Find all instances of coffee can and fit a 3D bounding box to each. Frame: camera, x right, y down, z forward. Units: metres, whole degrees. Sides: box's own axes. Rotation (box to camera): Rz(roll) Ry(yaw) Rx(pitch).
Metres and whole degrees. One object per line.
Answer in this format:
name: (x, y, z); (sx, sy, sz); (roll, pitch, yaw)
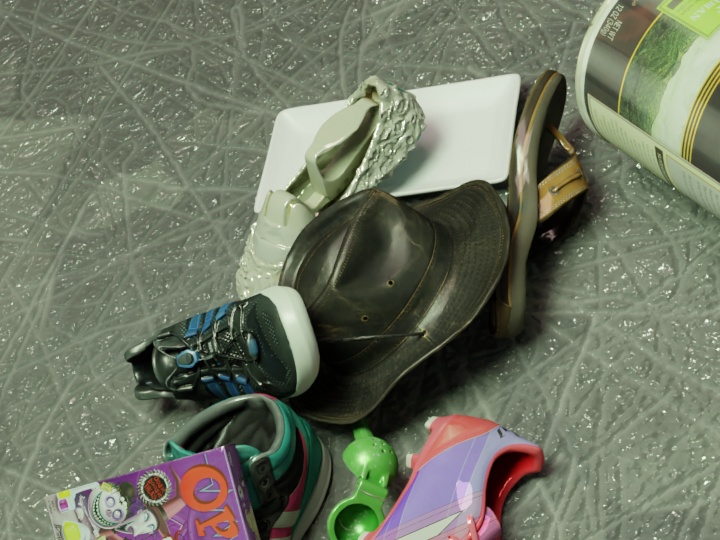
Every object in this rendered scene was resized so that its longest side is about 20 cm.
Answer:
coffee can: (0.254, -0.102, 1.155); (0.146, 0.147, 0.200); (-39, 45, -9)

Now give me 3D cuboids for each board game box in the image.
board game box: (-0.105, 0.213, 1.061); (0.120, 0.032, 0.201); (-17, 84, 9)

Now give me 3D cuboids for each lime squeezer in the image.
lime squeezer: (-0.009, 0.147, 1.129); (0.071, 0.038, 0.201); (-27, 39, 41)

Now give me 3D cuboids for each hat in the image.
hat: (0.000, 0.000, 1.196); (0.200, 0.081, 0.201); (-37, 28, 23)

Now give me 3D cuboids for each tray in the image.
tray: (0.022, -0.088, 1.347); (0.199, 0.022, 0.108); (-7, 50, 22)

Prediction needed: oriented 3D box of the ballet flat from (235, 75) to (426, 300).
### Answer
ballet flat: (-0.033, -0.057, 1.290); (0.072, 0.072, 0.200); (30, 81, 41)

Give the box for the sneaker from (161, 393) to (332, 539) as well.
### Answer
sneaker: (-0.079, 0.157, 1.113); (0.083, 0.121, 0.200); (-2, 51, 25)

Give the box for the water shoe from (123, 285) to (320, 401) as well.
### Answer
water shoe: (-0.093, 0.061, 1.186); (0.079, 0.072, 0.200); (-17, -2, -27)

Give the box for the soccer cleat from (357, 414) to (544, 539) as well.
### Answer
soccer cleat: (0.042, 0.173, 1.082); (0.076, 0.067, 0.200); (11, 55, 28)

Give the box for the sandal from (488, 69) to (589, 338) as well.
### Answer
sandal: (0.125, -0.043, 1.220); (0.054, 0.082, 0.201); (8, 56, 7)
